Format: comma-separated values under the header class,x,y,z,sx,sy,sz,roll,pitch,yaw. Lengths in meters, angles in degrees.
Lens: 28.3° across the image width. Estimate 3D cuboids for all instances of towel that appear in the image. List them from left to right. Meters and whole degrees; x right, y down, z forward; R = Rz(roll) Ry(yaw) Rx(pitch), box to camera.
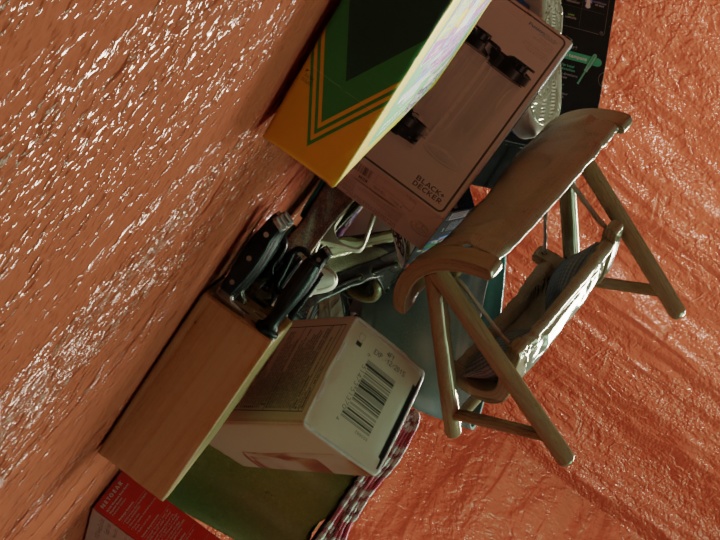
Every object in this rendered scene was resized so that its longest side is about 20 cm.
class,x,y,z,sx,sy,sz,roll,pitch,yaw
towel,-0.003,0.231,1.428,0.201,0.030,0.146,-54,178,-13

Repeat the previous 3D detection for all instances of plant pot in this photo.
class,x,y,z,sx,sy,sz,roll,pitch,yaw
plant pot,-0.108,0.196,1.449,0.201,0.184,0.200,-55,178,-3
plant pot,0.072,0.058,1.517,0.200,0.133,0.202,9,90,-79

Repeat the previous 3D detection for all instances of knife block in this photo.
class,x,y,z,sx,sy,sz,roll,pitch,yaw
knife block,-0.102,0.054,1.054,0.200,0.064,0.176,-53,176,-31

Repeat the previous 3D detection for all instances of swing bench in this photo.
class,x,y,z,sx,sy,sz,roll,pitch,yaw
swing bench,0.137,0.006,1.125,0.129,0.201,0.199,8,-139,45

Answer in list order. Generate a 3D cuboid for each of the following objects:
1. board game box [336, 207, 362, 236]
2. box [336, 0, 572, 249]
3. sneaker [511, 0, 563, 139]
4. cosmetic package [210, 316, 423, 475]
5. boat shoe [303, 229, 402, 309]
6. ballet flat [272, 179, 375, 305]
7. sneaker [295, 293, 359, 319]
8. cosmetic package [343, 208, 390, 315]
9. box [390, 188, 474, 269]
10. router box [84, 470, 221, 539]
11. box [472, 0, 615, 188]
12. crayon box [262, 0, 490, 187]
class,x,y,z,sx,sy,sz,roll,pitch,yaw
board game box,-0.015,-0.072,1.456,0.120,0.032,0.200,-50,177,-6
box,0.062,-0.129,1.094,0.201,0.116,0.060,-54,178,-26
sneaker,0.113,-0.179,1.245,0.110,0.077,0.201,-13,-135,24
cosmetic package,-0.053,0.105,1.192,0.199,0.087,0.104,-4,-128,54
boat shoe,0.000,0.000,1.395,0.071,0.067,0.200,-18,174,41
ballet flat,-0.035,-0.024,1.219,0.201,0.067,0.068,-54,178,-9
sneaker,-0.046,0.065,1.504,0.078,0.085,0.201,-81,168,-45
cosmetic package,-0.031,0.030,1.621,0.201,0.087,0.103,-54,-171,-9
box,0.050,-0.091,1.252,0.037,0.138,0.200,-12,169,-9
router box,-0.178,0.285,1.369,0.049,0.179,0.200,-53,177,-27
box,0.169,-0.192,1.418,0.149,0.123,0.202,115,-14,-75
crayon box,0.037,-0.161,0.847,0.173,0.058,0.200,-55,178,31
